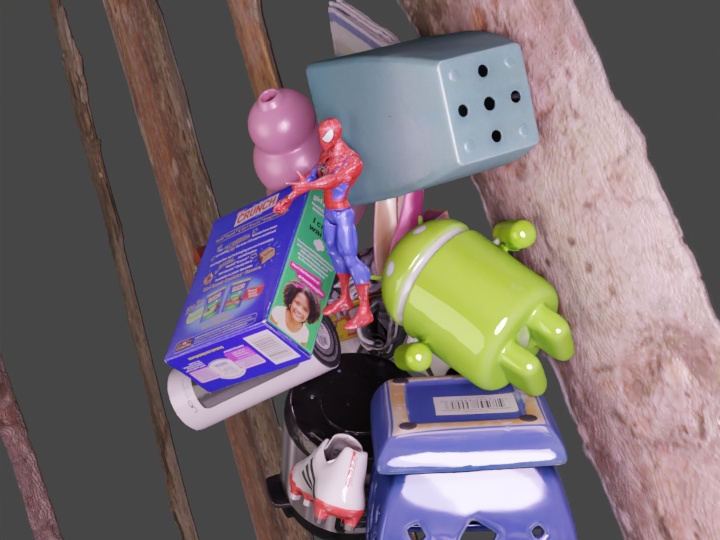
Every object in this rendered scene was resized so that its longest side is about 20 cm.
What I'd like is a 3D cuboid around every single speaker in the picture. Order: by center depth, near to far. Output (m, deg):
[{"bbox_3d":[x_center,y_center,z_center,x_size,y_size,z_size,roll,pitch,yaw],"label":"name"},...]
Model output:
[{"bbox_3d":[-0.123,0.111,1.453,0.198,0.081,0.082,-26,78,25],"label":"speaker"}]

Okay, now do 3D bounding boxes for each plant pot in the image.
[{"bbox_3d":[0.067,-0.144,1.174,0.199,0.140,0.143,3,108,62],"label":"plant pot"},{"bbox_3d":[0.100,0.204,1.195,0.200,0.197,0.182,-91,-2,-76],"label":"plant pot"}]

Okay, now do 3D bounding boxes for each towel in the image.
[{"bbox_3d":[0.019,-0.182,1.376,0.147,0.024,0.202,45,153,49],"label":"towel"}]

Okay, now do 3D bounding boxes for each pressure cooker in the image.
[{"bbox_3d":[-0.007,0.220,1.506,0.174,0.179,0.202,21,135,14],"label":"pressure cooker"}]

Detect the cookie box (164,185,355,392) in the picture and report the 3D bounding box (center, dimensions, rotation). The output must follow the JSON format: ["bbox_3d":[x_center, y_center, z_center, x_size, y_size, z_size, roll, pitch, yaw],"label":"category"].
[{"bbox_3d":[-0.108,0.015,1.389,0.170,0.075,0.202,-21,41,40],"label":"cookie box"}]

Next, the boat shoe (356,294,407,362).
[{"bbox_3d":[0.026,0.060,1.491,0.073,0.070,0.200,65,158,19],"label":"boat shoe"}]

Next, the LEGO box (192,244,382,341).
[{"bbox_3d":[-0.091,0.024,1.581,0.150,0.198,0.078,59,153,34],"label":"LEGO box"}]

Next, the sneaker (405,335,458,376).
[{"bbox_3d":[0.096,0.044,1.334,0.080,0.073,0.202,37,145,34],"label":"sneaker"}]

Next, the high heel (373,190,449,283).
[{"bbox_3d":[0.022,-0.090,1.307,0.067,0.095,0.202,17,134,57],"label":"high heel"}]

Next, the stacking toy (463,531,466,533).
[{"bbox_3d":[0.121,0.204,1.362,0.086,0.084,0.201,62,151,27],"label":"stacking toy"}]

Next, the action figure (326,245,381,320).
[{"bbox_3d":[0.000,0.000,1.429,0.199,0.129,0.070,8,120,64],"label":"action figure"}]

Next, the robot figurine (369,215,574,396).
[{"bbox_3d":[0.102,0.031,1.186,0.199,0.176,0.116,37,172,27],"label":"robot figurine"}]

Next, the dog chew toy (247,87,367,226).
[{"bbox_3d":[-0.067,-0.126,1.467,0.125,0.124,0.201,48,169,47],"label":"dog chew toy"}]

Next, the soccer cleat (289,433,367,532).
[{"bbox_3d":[-0.028,0.207,1.305,0.200,0.068,0.086,-179,106,-80],"label":"soccer cleat"}]

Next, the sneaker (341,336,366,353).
[{"bbox_3d":[-0.048,0.104,1.682,0.199,0.086,0.076,7,110,65],"label":"sneaker"}]

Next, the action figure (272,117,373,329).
[{"bbox_3d":[-0.041,-0.039,1.187,0.065,0.098,0.203,27,127,50],"label":"action figure"}]
